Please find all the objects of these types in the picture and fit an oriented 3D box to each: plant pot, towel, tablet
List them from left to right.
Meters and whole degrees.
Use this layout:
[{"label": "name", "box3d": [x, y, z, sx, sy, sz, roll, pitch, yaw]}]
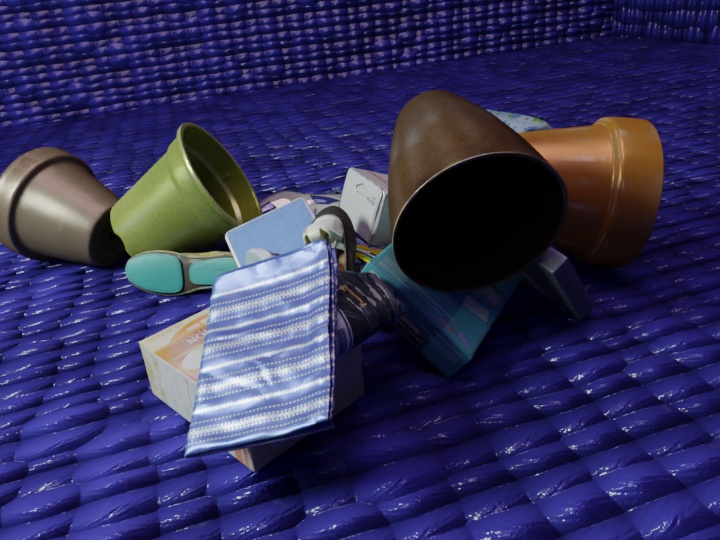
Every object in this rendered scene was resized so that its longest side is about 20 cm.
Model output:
[{"label": "plant pot", "box3d": [-0.492, -0.092, 1.058, 0.173, 0.202, 0.200, 22, 34, 16]}, {"label": "plant pot", "box3d": [-0.290, -0.101, 0.986, 0.183, 0.201, 0.201, -31, 22, 13]}, {"label": "towel", "box3d": [-0.089, 0.064, 0.568, 0.144, 0.024, 0.201, -16, 48, 16]}, {"label": "tablet", "box3d": [-0.096, -0.006, 0.833, 0.129, 0.014, 0.201, -26, 57, -8]}, {"label": "plant pot", "box3d": [0.106, -0.112, 0.694, 0.185, 0.188, 0.201, -9, 46, -5]}, {"label": "plant pot", "box3d": [0.279, -0.113, 0.841, 0.181, 0.202, 0.201, 6, 26, 0]}]

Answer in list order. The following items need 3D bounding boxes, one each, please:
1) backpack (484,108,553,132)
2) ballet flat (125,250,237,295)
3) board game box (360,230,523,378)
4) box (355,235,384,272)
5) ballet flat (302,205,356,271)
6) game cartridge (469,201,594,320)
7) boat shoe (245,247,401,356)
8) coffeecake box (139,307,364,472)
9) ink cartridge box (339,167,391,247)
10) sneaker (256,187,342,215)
[{"label": "backpack", "box3d": [0.254, -0.221, 1.117, 0.162, 0.155, 0.200, -24, 17, -20]}, {"label": "ballet flat", "box3d": [-0.257, 0.002, 0.935, 0.198, 0.071, 0.071, -1, 26, 12]}, {"label": "board game box", "box3d": [0.101, 0.013, 0.741, 0.151, 0.047, 0.200, 44, 40, 5]}, {"label": "box", "box3d": [0.000, 0.000, 0.847, 0.064, 0.071, 0.199, -5, 21, -35]}, {"label": "ballet flat", "box3d": [-0.039, -0.017, 0.777, 0.067, 0.068, 0.201, -20, 55, 15]}, {"label": "game cartridge", "box3d": [0.198, -0.027, 0.775, 0.038, 0.130, 0.200, -44, 45, -3]}, {"label": "boat shoe", "box3d": [-0.046, 0.024, 0.668, 0.090, 0.071, 0.200, -19, 36, -32]}, {"label": "coffeecake box", "box3d": [-0.119, 0.106, 0.666, 0.199, 0.074, 0.153, 19, 35, 41]}, {"label": "ink cartridge box", "box3d": [0.084, -0.085, 0.927, 0.198, 0.086, 0.146, 9, 18, -26]}, {"label": "sneaker", "box3d": [-0.079, -0.092, 1.055, 0.197, 0.081, 0.115, -12, 24, -15]}]
